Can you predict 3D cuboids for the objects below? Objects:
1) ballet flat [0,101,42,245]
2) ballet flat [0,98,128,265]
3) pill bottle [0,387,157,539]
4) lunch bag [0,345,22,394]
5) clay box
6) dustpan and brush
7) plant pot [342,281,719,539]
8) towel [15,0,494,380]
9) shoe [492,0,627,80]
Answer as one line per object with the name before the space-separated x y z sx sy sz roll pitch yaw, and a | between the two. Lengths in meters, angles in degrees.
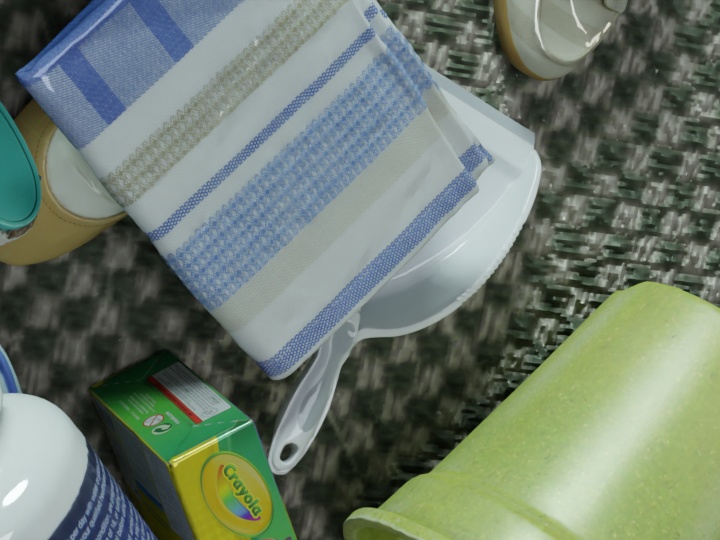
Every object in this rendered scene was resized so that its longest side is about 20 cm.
ballet flat | -0.212 -0.087 0.903 0.200 0.064 0.076 51 45 -22
ballet flat | -0.089 -0.075 0.958 0.200 0.063 0.069 -43 110 -9
pill bottle | -0.139 0.121 0.870 0.111 0.111 0.201 -37 120 -11
lunch bag | -0.234 0.101 0.929 0.199 0.082 0.162 -21 114 -18
clay box | -0.056 0.146 1.004 0.047 0.115 0.201 -27 114 -16
dustpan and brush | 0.000 0.000 1.020 0.139 0.057 0.201 29 91 -28
plant pot | 0.124 0.114 1.049 0.184 0.200 0.201 -51 118 -17
towel | -0.039 -0.062 0.939 0.147 0.024 0.200 -45 124 -10
shoe | 0.116 -0.185 1.026 0.070 0.053 0.201 15 97 -26
